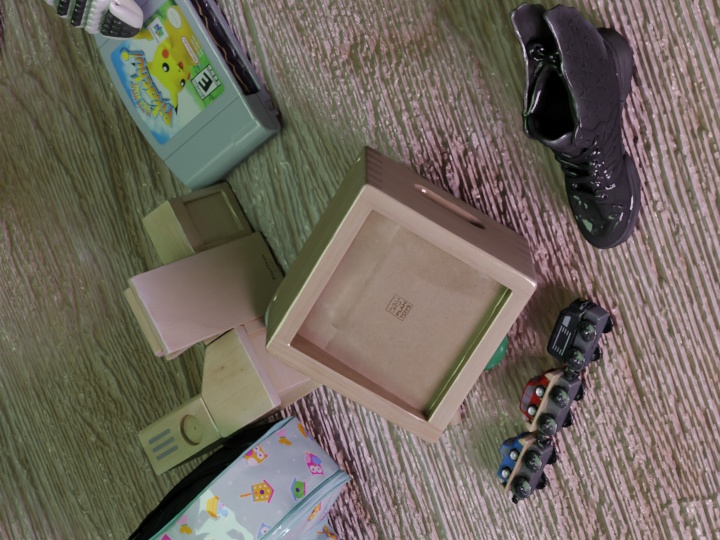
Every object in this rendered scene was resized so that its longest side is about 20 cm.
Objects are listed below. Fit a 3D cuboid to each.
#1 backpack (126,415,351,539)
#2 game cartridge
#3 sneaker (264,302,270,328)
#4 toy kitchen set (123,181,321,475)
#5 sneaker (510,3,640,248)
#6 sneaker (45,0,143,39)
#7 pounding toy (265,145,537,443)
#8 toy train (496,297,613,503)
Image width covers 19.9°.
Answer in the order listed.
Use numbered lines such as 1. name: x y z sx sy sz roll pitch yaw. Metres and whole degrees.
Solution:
1. backpack: -0.100 0.229 1.809 0.153 0.176 0.200 44 122 10
2. game cartridge: -0.160 -0.177 1.795 0.133 0.040 0.201 -36 83 46
3. sneaker: 0.000 0.000 1.719 0.072 0.072 0.200 29 126 -24
4. toy kitchen set: -0.174 0.062 1.803 0.180 0.163 0.201 -33 82 41
5. sneaker: 0.156 -0.103 1.505 0.060 0.104 0.202 10 113 35
6. sneaker: -0.260 -0.280 1.764 0.200 0.081 0.075 40 153 -5
7. pounding toy: 0.042 0.033 1.625 0.199 0.142 0.185 29 108 -10
8. toy train: 0.150 0.106 1.648 0.046 0.034 0.201 37 126 27
